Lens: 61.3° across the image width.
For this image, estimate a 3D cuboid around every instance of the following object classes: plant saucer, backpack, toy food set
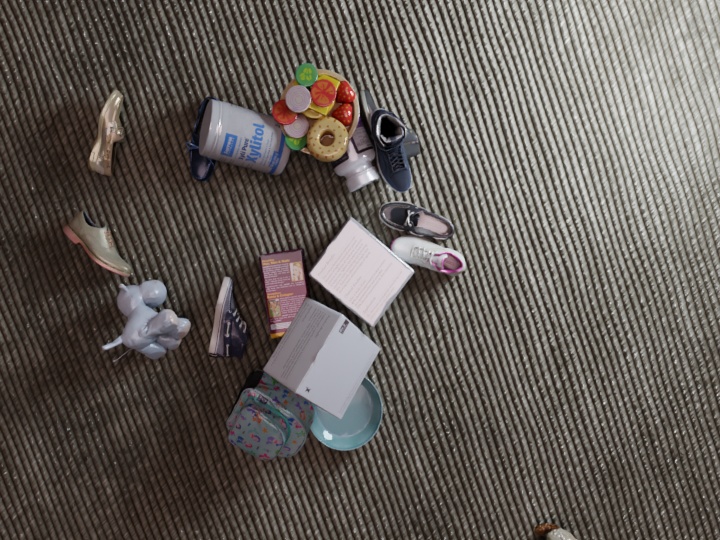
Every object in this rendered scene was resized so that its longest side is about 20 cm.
[{"bbox_3d":[-0.041,0.353,1.549,0.194,0.036,0.207,0,93,-1],"label":"plant saucer"},{"bbox_3d":[-0.217,0.366,1.485,0.197,0.152,0.179,28,124,-8],"label":"backpack"},{"bbox_3d":[-0.100,-0.361,1.386,0.194,0.049,0.205,23,90,3],"label":"toy food set"}]

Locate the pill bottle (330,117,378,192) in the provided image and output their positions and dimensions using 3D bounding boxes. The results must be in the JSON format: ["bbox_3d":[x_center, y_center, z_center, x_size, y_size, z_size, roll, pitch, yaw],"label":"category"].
[{"bbox_3d":[-0.031,-0.301,1.471,0.109,0.111,0.204,-24,94,0],"label":"pill bottle"}]

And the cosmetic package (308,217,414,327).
[{"bbox_3d":[0.000,0.000,1.463,0.199,0.166,0.169,39,92,-4],"label":"cosmetic package"}]

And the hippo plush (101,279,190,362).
[{"bbox_3d":[-0.530,0.117,1.492,0.196,0.161,0.163,-22,63,-14],"label":"hippo plush"}]

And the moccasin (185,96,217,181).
[{"bbox_3d":[-0.389,-0.324,1.483,0.078,0.068,0.206,5,94,-2],"label":"moccasin"}]

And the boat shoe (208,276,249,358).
[{"bbox_3d":[-0.318,0.122,1.517,0.090,0.075,0.206,11,101,-8],"label":"boat shoe"}]

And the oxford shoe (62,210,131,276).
[{"bbox_3d":[-0.636,-0.064,1.494,0.199,0.071,0.074,40,89,-3],"label":"oxford shoe"}]

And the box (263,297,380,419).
[{"bbox_3d":[-0.086,0.208,1.426,0.129,0.200,0.202,22,75,40],"label":"box"}]

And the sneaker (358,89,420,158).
[{"bbox_3d":[0.069,-0.359,1.495,0.104,0.075,0.204,-24,103,-4],"label":"sneaker"}]

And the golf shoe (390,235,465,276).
[{"bbox_3d":[0.171,-0.039,1.503,0.194,0.092,0.077,15,95,-1],"label":"golf shoe"}]

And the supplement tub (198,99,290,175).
[{"bbox_3d":[-0.269,-0.310,1.426,0.195,0.131,0.136,9,94,-26],"label":"supplement tub"}]

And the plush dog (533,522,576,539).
[{"bbox_3d":[0.498,0.744,1.535,0.157,0.199,0.176,12,105,-35],"label":"plush dog"}]

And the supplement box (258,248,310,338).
[{"bbox_3d":[-0.180,0.054,1.502,0.107,0.086,0.206,-8,94,0],"label":"supplement box"}]

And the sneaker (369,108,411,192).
[{"bbox_3d":[0.076,-0.270,1.402,0.075,0.146,0.207,-22,106,-2],"label":"sneaker"}]

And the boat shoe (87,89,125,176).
[{"bbox_3d":[-0.605,-0.334,1.481,0.063,0.072,0.205,18,95,-11],"label":"boat shoe"}]

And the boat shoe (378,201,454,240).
[{"bbox_3d":[0.141,-0.122,1.511,0.195,0.060,0.076,20,94,-2],"label":"boat shoe"}]
